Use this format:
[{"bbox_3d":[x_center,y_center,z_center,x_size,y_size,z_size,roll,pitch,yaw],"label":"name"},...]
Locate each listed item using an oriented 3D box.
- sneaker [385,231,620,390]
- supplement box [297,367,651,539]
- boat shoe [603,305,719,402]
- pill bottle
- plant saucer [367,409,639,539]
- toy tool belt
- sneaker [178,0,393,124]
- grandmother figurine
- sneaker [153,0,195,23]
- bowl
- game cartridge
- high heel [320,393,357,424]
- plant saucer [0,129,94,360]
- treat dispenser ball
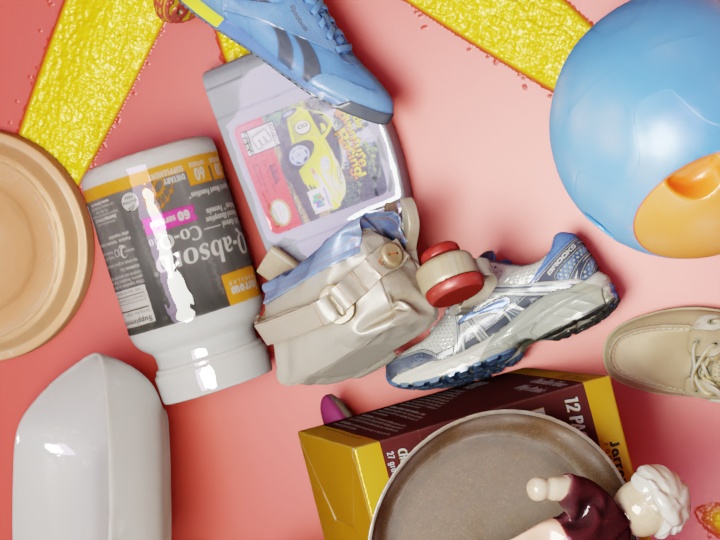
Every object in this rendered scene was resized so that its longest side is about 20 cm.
[{"bbox_3d":[0.105,0.033,1.687,0.200,0.077,0.085,-26,75,15],"label":"sneaker"},{"bbox_3d":[0.081,0.164,1.602,0.200,0.197,0.133,-15,93,-13],"label":"supplement box"},{"bbox_3d":[0.283,0.069,1.639,0.200,0.065,0.072,4,98,19],"label":"boat shoe"},{"bbox_3d":[-0.145,0.000,1.717,0.116,0.116,0.200,-18,92,15],"label":"pill bottle"},{"bbox_3d":[0.098,0.196,1.489,0.200,0.032,0.201,-1,93,-14],"label":"plant saucer"},{"bbox_3d":[0.000,0.000,1.640,0.200,0.125,0.123,-34,69,37],"label":"toy tool belt"},{"bbox_3d":[-0.047,-0.191,1.663,0.200,0.066,0.078,36,99,9],"label":"sneaker"},{"bbox_3d":[0.141,0.189,1.458,0.200,0.061,0.121,-24,125,-15],"label":"grandmother figurine"},{"bbox_3d":[-0.130,-0.298,1.715,0.077,0.073,0.200,23,98,33],"label":"sneaker"},{"bbox_3d":[-0.215,0.186,1.723,0.200,0.075,0.200,-37,50,49],"label":"bowl"},{"bbox_3d":[-0.035,-0.092,1.721,0.133,0.041,0.200,-21,91,12],"label":"game cartridge"},{"bbox_3d":[-0.006,0.203,1.727,0.096,0.067,0.200,-29,92,5],"label":"high heel"},{"bbox_3d":[-0.325,-0.021,1.804,0.200,0.032,0.201,1,96,14],"label":"plant saucer"},{"bbox_3d":[0.240,-0.108,1.563,0.201,0.201,0.201,2,97,14],"label":"treat dispenser ball"}]
